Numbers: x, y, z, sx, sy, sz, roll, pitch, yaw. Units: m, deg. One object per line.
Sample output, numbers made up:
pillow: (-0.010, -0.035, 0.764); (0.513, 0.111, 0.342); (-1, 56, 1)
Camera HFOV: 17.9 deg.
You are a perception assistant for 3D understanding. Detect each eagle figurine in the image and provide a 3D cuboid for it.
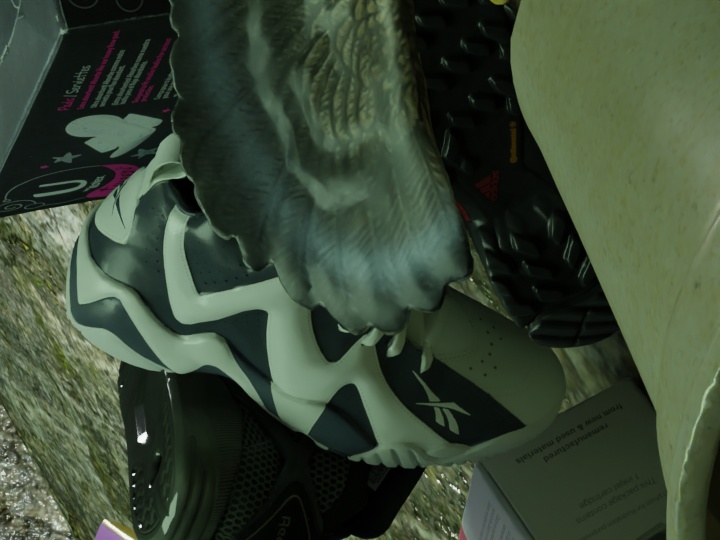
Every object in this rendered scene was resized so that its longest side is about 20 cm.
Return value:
eagle figurine: (0.017, -0.099, 0.642); (0.200, 0.151, 0.151); (77, -158, -44)

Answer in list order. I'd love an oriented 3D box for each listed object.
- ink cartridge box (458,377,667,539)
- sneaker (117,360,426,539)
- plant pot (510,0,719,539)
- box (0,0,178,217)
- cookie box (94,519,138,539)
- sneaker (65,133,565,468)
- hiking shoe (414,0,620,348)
ink cartridge box: (0.126, 0.169, 0.969); (0.200, 0.083, 0.147); (56, 162, 22)
sneaker: (-0.038, 0.051, 0.950); (0.076, 0.114, 0.200); (-62, 23, 27)
plant pot: (0.127, -0.024, 0.530); (0.184, 0.200, 0.201); (-118, 12, -50)
box: (-0.088, -0.115, 0.823); (0.200, 0.115, 0.132); (139, 118, -66)
cookie box: (-0.005, 0.175, 0.900); (0.200, 0.075, 0.171); (22, 178, -22)
sneaker: (0.000, 0.000, 0.844); (0.199, 0.080, 0.130); (23, 144, -8)
hiking shoe: (0.041, -0.068, 0.851); (0.101, 0.076, 0.200); (-106, -9, -65)
